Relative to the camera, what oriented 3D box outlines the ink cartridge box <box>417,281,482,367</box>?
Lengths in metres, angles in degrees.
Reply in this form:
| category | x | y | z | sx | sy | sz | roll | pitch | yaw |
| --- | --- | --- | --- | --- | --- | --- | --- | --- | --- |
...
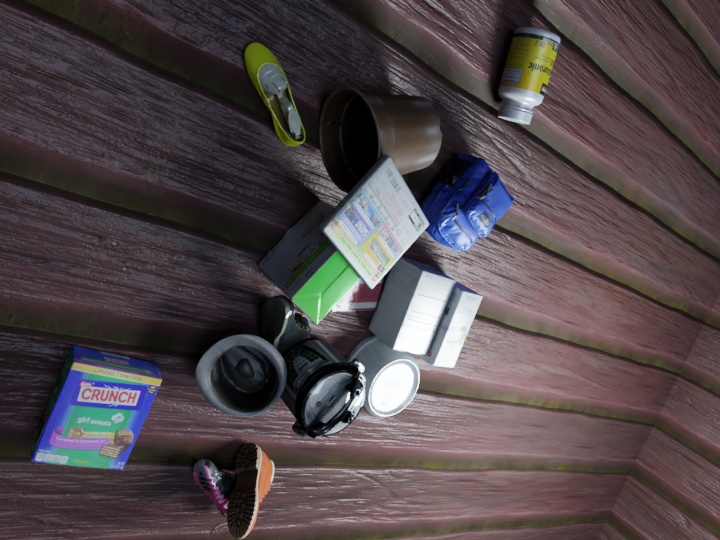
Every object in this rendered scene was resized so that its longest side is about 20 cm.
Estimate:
| category | x | y | z | sx | sy | sz | roll | pitch | yaw |
| --- | --- | --- | --- | --- | --- | --- | --- | --- | --- |
| ink cartridge box | 0.204 | 0.125 | 1.400 | 0.083 | 0.144 | 0.203 | 14 | 102 | -36 |

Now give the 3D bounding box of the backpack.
| category | x | y | z | sx | sy | sz | roll | pitch | yaw |
| --- | --- | --- | --- | --- | --- | --- | --- | --- | --- |
| backpack | 0.246 | -0.153 | 1.303 | 0.200 | 0.168 | 0.162 | -48 | 121 | -2 |

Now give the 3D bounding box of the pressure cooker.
| category | x | y | z | sx | sy | sz | roll | pitch | yaw |
| --- | --- | --- | --- | --- | --- | --- | --- | --- | --- |
| pressure cooker | -0.084 | 0.268 | 1.235 | 0.176 | 0.199 | 0.179 | -2 | 111 | -32 |

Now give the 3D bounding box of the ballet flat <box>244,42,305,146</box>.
| category | x | y | z | sx | sy | sz | roll | pitch | yaw |
| --- | --- | --- | --- | --- | --- | --- | --- | --- | --- |
| ballet flat | -0.151 | -0.326 | 1.026 | 0.066 | 0.067 | 0.202 | -33 | 124 | -17 |

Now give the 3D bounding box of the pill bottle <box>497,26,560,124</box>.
| category | x | y | z | sx | sy | sz | roll | pitch | yaw |
| --- | --- | --- | --- | --- | --- | --- | --- | --- | --- |
| pill bottle | 0.394 | -0.461 | 1.305 | 0.110 | 0.111 | 0.204 | 3 | 108 | -34 |

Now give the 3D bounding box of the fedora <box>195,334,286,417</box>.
| category | x | y | z | sx | sy | sz | roll | pitch | yaw |
| --- | --- | --- | --- | --- | --- | --- | --- | --- | --- |
| fedora | -0.251 | 0.210 | 1.159 | 0.177 | 0.090 | 0.200 | -45 | 114 | 0 |

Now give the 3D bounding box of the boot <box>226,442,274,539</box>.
| category | x | y | z | sx | sy | sz | roll | pitch | yaw |
| --- | --- | --- | --- | --- | --- | --- | --- | --- | --- |
| boot | -0.243 | 0.514 | 1.256 | 0.074 | 0.203 | 0.108 | -10 | 139 | 19 |

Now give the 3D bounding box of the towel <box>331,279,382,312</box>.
| category | x | y | z | sx | sy | sz | roll | pitch | yaw |
| --- | --- | --- | --- | --- | --- | --- | --- | --- | --- |
| towel | 0.000 | 0.000 | 1.292 | 0.142 | 0.023 | 0.204 | 0 | 111 | -36 |

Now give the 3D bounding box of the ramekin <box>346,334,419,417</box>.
| category | x | y | z | sx | sy | sz | roll | pitch | yaw |
| --- | --- | --- | --- | --- | --- | --- | --- | --- | --- |
| ramekin | 0.059 | 0.273 | 1.392 | 0.197 | 0.105 | 0.204 | -14 | 117 | -29 |

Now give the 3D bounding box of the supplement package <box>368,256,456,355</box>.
| category | x | y | z | sx | sy | sz | roll | pitch | yaw |
| --- | --- | --- | --- | --- | --- | --- | --- | --- | --- |
| supplement package | 0.125 | 0.085 | 1.346 | 0.118 | 0.121 | 0.203 | 15 | 101 | -35 |

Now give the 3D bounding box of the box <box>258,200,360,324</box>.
| category | x | y | z | sx | sy | sz | roll | pitch | yaw |
| --- | --- | --- | --- | --- | --- | --- | --- | --- | --- |
| box | -0.087 | -0.025 | 1.125 | 0.200 | 0.176 | 0.097 | -47 | 129 | -8 |

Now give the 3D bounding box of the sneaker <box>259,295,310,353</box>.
| category | x | y | z | sx | sy | sz | roll | pitch | yaw |
| --- | --- | --- | --- | --- | --- | --- | --- | --- | --- |
| sneaker | -0.153 | 0.103 | 1.173 | 0.105 | 0.075 | 0.201 | -23 | 156 | -32 |

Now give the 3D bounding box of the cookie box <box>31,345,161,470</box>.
| category | x | y | z | sx | sy | sz | roll | pitch | yaw |
| --- | --- | --- | --- | --- | --- | --- | --- | --- | --- |
| cookie box | -0.498 | 0.263 | 1.036 | 0.169 | 0.075 | 0.203 | 22 | 96 | -37 |

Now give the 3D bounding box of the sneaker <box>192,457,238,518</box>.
| category | x | y | z | sx | sy | sz | roll | pitch | yaw |
| --- | --- | --- | --- | --- | --- | --- | --- | --- | --- |
| sneaker | -0.312 | 0.489 | 1.268 | 0.096 | 0.078 | 0.202 | -49 | 131 | -37 |

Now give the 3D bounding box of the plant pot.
| category | x | y | z | sx | sy | sz | roll | pitch | yaw |
| --- | --- | --- | --- | --- | --- | --- | --- | --- | --- |
| plant pot | 0.048 | -0.270 | 1.115 | 0.196 | 0.199 | 0.204 | -15 | 118 | -36 |

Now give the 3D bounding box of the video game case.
| category | x | y | z | sx | sy | sz | roll | pitch | yaw |
| --- | --- | --- | --- | --- | --- | --- | --- | --- | --- |
| video game case | 0.033 | -0.087 | 1.045 | 0.182 | 0.022 | 0.200 | -48 | 135 | -8 |
